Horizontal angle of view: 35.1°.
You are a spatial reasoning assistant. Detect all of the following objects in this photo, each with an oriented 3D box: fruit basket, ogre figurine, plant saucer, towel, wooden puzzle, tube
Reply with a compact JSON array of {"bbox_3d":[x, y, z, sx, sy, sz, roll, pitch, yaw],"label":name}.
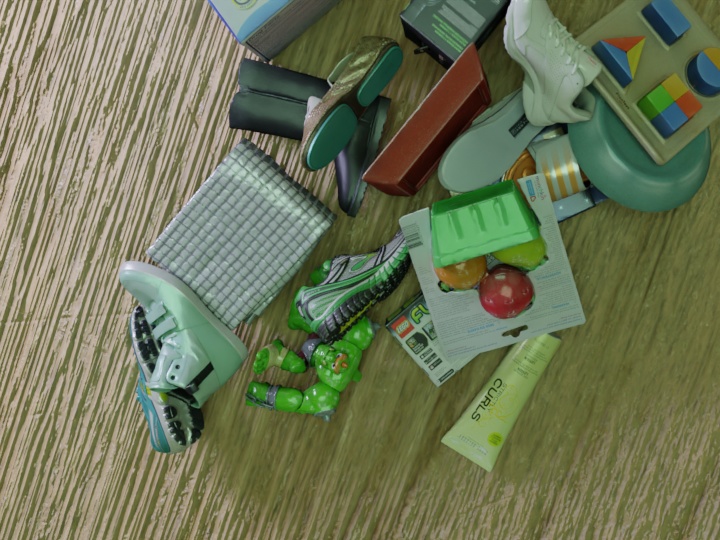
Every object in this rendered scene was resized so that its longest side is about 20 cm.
[{"bbox_3d":[0.162,-0.003,1.392,0.183,0.094,0.202,-17,114,10],"label":"fruit basket"},{"bbox_3d":[-0.054,0.103,1.468,0.119,0.098,0.201,27,63,14],"label":"ogre figurine"},{"bbox_3d":[0.352,-0.173,1.399,0.198,0.036,0.202,4,73,-14],"label":"plant saucer"},{"bbox_3d":[0.092,-0.168,1.382,0.037,0.200,0.201,40,95,9],"label":"plant saucer"},{"bbox_3d":[-0.150,-0.045,1.463,0.165,0.086,0.200,40,106,-6],"label":"towel"},{"bbox_3d":[0.372,-0.254,1.385,0.199,0.046,0.186,-38,87,-23],"label":"wooden puzzle"},{"bbox_3d":[0.189,0.160,1.473,0.058,0.052,0.201,41,104,42],"label":"tube"}]

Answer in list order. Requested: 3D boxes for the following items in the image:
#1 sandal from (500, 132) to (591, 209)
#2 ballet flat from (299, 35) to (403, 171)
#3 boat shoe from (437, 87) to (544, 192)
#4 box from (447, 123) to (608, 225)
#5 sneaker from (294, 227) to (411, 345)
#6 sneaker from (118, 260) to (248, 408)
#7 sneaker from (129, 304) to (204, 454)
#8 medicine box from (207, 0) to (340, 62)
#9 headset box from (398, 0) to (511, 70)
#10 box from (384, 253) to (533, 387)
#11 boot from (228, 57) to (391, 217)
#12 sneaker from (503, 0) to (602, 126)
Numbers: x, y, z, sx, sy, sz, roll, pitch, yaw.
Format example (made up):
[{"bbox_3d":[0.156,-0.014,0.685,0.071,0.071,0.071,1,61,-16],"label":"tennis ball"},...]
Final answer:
[{"bbox_3d":[0.272,-0.139,1.411,0.205,0.059,0.080,-20,91,1],"label":"sandal"},{"bbox_3d":[-0.025,-0.211,1.414,0.065,0.071,0.201,29,74,32],"label":"ballet flat"},{"bbox_3d":[0.168,-0.169,1.426,0.200,0.070,0.071,-44,103,-12],"label":"boat shoe"},{"bbox_3d":[0.217,-0.110,1.462,0.198,0.032,0.122,-25,91,5],"label":"box"},{"bbox_3d":[0.000,0.000,1.434,0.085,0.078,0.200,42,60,14],"label":"sneaker"},{"bbox_3d":[-0.248,0.084,1.436,0.200,0.074,0.119,41,58,-6],"label":"sneaker"},{"bbox_3d":[-0.271,0.143,1.493,0.079,0.077,0.202,-24,76,41],"label":"sneaker"},{"bbox_3d":[-0.090,-0.359,1.387,0.182,0.200,0.103,-39,90,6],"label":"medicine box"},{"bbox_3d":[0.137,-0.337,1.383,0.093,0.174,0.201,38,97,1],"label":"headset box"},{"bbox_3d":[0.140,0.044,1.456,0.200,0.035,0.110,-40,98,12],"label":"box"},{"bbox_3d":[-0.075,-0.172,1.460,0.198,0.066,0.167,16,82,-2],"label":"boot"},{"bbox_3d":[0.230,-0.253,1.318,0.098,0.201,0.078,8,54,32],"label":"sneaker"}]
